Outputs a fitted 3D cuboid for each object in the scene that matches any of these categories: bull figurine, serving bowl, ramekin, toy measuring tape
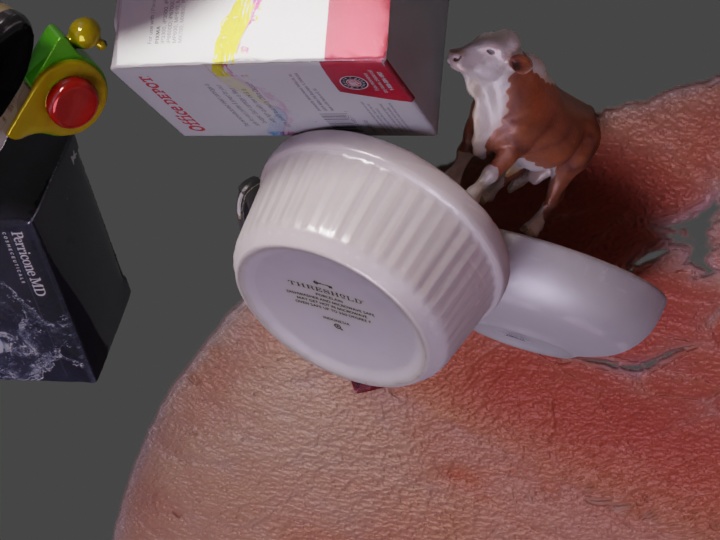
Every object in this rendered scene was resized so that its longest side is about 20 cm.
[{"bbox_3d":[0.112,-0.099,1.534,0.065,0.122,0.200,39,-170,33],"label":"bull figurine"},{"bbox_3d":[0.135,0.025,1.654,0.200,0.066,0.200,18,173,2],"label":"serving bowl"},{"bbox_3d":[0.000,0.000,1.527,0.202,0.094,0.202,23,150,14],"label":"ramekin"},{"bbox_3d":[-0.254,-0.111,1.672,0.074,0.074,0.200,29,103,-13],"label":"toy measuring tape"}]

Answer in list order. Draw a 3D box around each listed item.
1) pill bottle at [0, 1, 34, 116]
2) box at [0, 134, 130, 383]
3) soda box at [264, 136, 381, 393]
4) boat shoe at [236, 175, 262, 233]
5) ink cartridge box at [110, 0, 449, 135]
[{"bbox_3d":[-0.358,-0.190,1.609,0.200,0.112,0.112,30,139,9],"label":"pill bottle"},{"bbox_3d":[-0.324,-0.012,1.800,0.200,0.118,0.197,0,135,16],"label":"box"},{"bbox_3d":[0.000,-0.009,1.670,0.063,0.070,0.200,-17,101,32],"label":"soda box"},{"bbox_3d":[-0.054,-0.001,1.775,0.068,0.072,0.200,36,159,37],"label":"boat shoe"},{"bbox_3d":[-0.052,-0.182,1.477,0.200,0.145,0.145,0,164,17],"label":"ink cartridge box"}]
